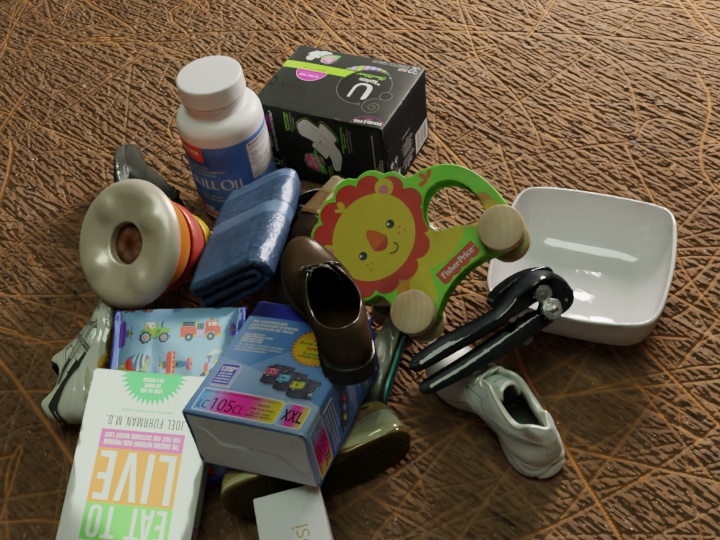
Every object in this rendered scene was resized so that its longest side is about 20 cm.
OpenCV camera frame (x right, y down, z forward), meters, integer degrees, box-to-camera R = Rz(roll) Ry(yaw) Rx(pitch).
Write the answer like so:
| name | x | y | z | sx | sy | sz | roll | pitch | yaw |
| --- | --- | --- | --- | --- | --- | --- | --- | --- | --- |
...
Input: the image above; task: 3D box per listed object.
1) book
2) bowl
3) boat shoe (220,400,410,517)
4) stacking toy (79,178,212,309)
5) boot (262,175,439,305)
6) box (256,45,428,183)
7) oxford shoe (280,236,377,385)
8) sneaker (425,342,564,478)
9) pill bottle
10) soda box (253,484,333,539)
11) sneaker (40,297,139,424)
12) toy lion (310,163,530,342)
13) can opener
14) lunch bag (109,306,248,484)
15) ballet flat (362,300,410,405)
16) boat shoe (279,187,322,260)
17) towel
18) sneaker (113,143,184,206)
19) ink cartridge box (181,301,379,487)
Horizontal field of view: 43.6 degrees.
| name | x | y | z | sx | sy | sz | roll | pitch | yaw |
| --- | --- | --- | --- | --- | --- | --- | --- | --- | --- |
| book | -0.219 | 0.204 | 0.904 | 0.132 | 0.048 | 0.202 | 3 | 67 | 5 |
| bowl | 0.255 | 0.003 | 1.039 | 0.198 | 0.075 | 0.201 | 11 | 48 | 19 |
| boat shoe | -0.050 | 0.190 | 0.919 | 0.198 | 0.075 | 0.067 | -15 | 39 | -14 |
| stacking toy | -0.223 | -0.027 | 1.089 | 0.145 | 0.200 | 0.148 | -1 | 87 | 28 |
| boot | 0.000 | 0.000 | 1.031 | 0.199 | 0.072 | 0.167 | 28 | 84 | 21 |
| box | -0.024 | -0.210 | 1.253 | 0.198 | 0.125 | 0.149 | 16 | 50 | 21 |
| oxford shoe | -0.033 | 0.015 | 0.888 | 0.072 | 0.085 | 0.200 | -19 | 39 | -13 |
| sneaker | 0.138 | 0.124 | 0.940 | 0.070 | 0.081 | 0.200 | -33 | 49 | -19 |
| pill bottle | -0.177 | -0.172 | 1.178 | 0.111 | 0.201 | 0.113 | -5 | 46 | 5 |
| soda box | -0.046 | 0.299 | 0.814 | 0.067 | 0.064 | 0.201 | -14 | 47 | -4 |
| sneaker | -0.317 | 0.091 | 1.050 | 0.087 | 0.076 | 0.201 | -10 | 40 | 12 |
| toy lion | 0.051 | -0.037 | 0.962 | 0.200 | 0.069 | 0.192 | -43 | 70 | 6 |
| can opener | 0.137 | 0.064 | 0.928 | 0.199 | 0.079 | 0.064 | -36 | 96 | -17 |
| lunch bag | -0.196 | 0.147 | 0.977 | 0.149 | 0.094 | 0.201 | -2 | 56 | 4 |
| ballet flat | 0.031 | 0.066 | 1.018 | 0.063 | 0.068 | 0.201 | 17 | 53 | 14 |
| boat shoe | -0.084 | -0.062 | 1.144 | 0.198 | 0.091 | 0.071 | 4 | 47 | 13 |
| towel | -0.128 | -0.040 | 1.055 | 0.111 | 0.049 | 0.201 | -23 | 31 | 24 |
| sneaker | -0.291 | -0.100 | 1.239 | 0.090 | 0.076 | 0.201 | -10 | 52 | -13 |
| ink cartridge box | -0.068 | 0.107 | 0.910 | 0.135 | 0.077 | 0.200 | 7 | 38 | 22 |
